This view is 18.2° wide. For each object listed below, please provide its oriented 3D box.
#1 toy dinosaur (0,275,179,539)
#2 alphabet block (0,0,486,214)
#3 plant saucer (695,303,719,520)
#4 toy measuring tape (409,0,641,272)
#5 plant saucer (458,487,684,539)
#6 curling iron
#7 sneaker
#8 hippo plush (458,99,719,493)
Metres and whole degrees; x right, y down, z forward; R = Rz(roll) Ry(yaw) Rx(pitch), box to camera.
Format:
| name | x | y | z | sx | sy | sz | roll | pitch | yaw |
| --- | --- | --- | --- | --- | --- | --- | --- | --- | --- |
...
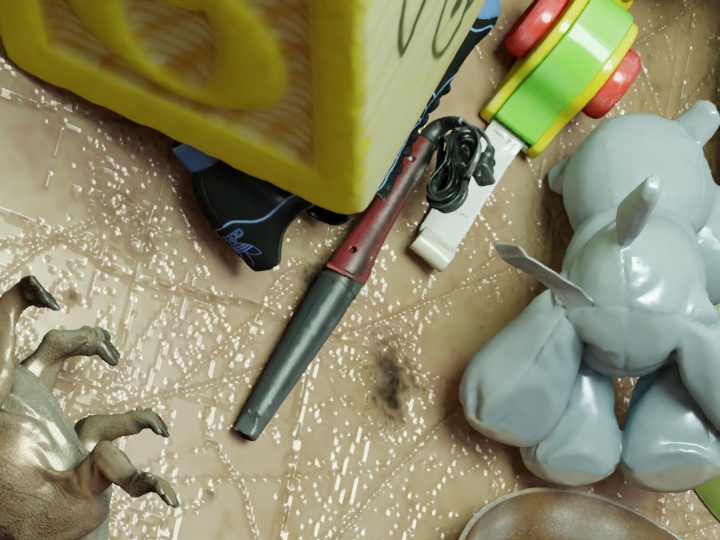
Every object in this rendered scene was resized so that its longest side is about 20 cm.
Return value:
| name | x | y | z | sx | sy | sz | roll | pitch | yaw |
| --- | --- | --- | --- | --- | --- | --- | --- | --- | --- |
| toy dinosaur | -0.159 | 0.087 | 0.978 | 0.135 | 0.086 | 0.201 | -34 | 80 | 4 |
| alphabet block | -0.040 | -0.180 | 0.998 | 0.195 | 0.196 | 0.201 | 23 | 64 | 14 |
| plant saucer | 0.253 | 0.061 | 1.247 | 0.199 | 0.031 | 0.202 | 7 | 77 | -29 |
| toy measuring tape | 0.092 | -0.087 | 1.158 | 0.074 | 0.073 | 0.200 | 44 | 62 | -15 |
| plant saucer | 0.123 | 0.195 | 1.097 | 0.199 | 0.035 | 0.201 | 22 | 38 | -18 |
| curling iron | 0.000 | 0.000 | 1.099 | 0.200 | 0.049 | 0.026 | -51 | 129 | -16 |
| sneaker | 0.001 | -0.075 | 1.110 | 0.199 | 0.070 | 0.078 | -33 | 101 | -25 |
| hippo plush | 0.124 | 0.002 | 1.142 | 0.200 | 0.159 | 0.161 | 50 | 28 | -33 |
